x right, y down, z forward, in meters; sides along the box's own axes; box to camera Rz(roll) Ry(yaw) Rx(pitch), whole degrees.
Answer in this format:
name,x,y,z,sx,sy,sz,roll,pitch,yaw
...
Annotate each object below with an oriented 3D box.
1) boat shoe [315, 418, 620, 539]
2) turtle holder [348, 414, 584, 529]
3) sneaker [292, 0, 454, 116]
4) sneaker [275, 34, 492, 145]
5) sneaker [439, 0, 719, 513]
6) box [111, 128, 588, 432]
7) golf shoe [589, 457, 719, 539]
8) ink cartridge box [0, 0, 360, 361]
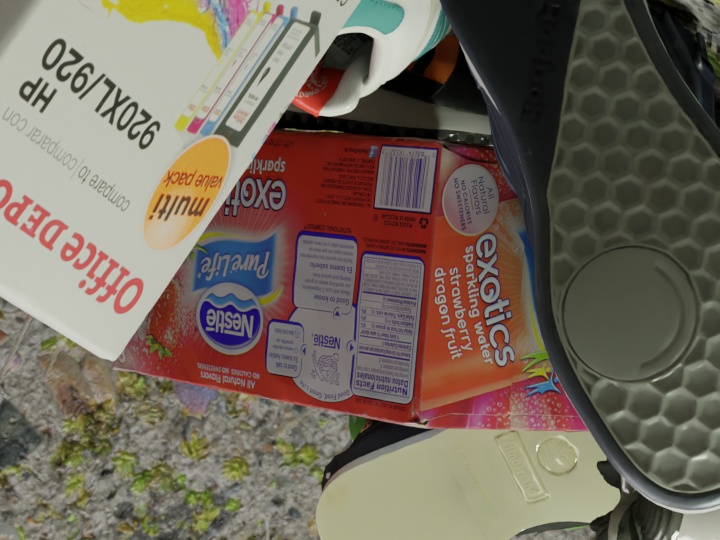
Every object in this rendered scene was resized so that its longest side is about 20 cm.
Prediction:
name,x,y,z,sx,sy,sz,roll,pitch,yaw
boat shoe,0.081,0.066,1.080,0.063,0.201,0.074,-64,-43,-67
turtle holder,0.073,0.024,1.177,0.141,0.132,0.186,17,138,-3
sneaker,-0.003,-0.096,0.941,0.070,0.094,0.200,34,176,4
sneaker,0.005,-0.097,1.100,0.200,0.090,0.070,3,-178,-42
sneaker,0.088,-0.012,0.877,0.146,0.077,0.203,51,-159,-70
box,0.000,0.000,1.044,0.095,0.100,0.200,4,-179,-37
golf shoe,0.155,0.093,0.955,0.088,0.077,0.200,0,173,32
ink cartridge box,-0.092,-0.105,0.786,0.144,0.200,0.147,32,176,25
